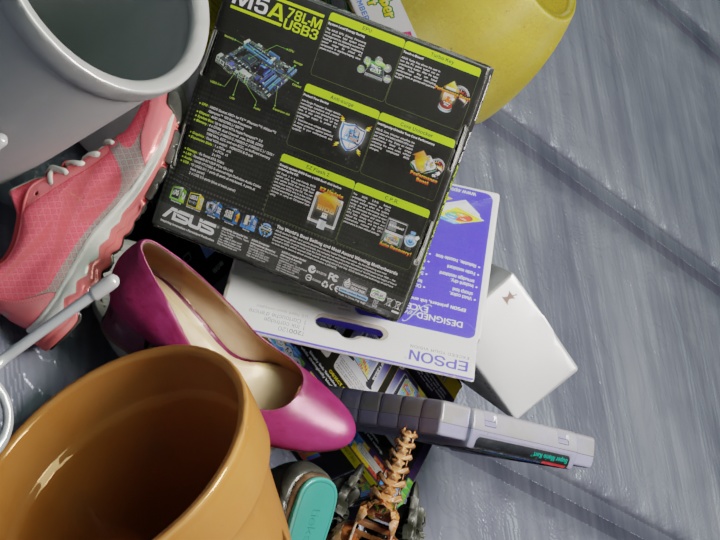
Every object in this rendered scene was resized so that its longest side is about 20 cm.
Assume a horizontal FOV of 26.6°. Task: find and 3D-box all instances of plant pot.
[{"bbox_3d":[-0.130,0.167,0.979,0.141,0.198,0.201,60,35,-34],"label":"plant pot"},{"bbox_3d":[0.132,-0.268,1.537,0.199,0.141,0.202,25,54,-40],"label":"plant pot"}]

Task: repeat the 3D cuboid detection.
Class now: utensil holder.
[{"bbox_3d":[-0.227,-0.156,1.007,0.169,0.199,0.172,27,51,-39],"label":"utensil holder"}]

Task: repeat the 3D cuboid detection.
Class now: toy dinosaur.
[{"bbox_3d":[0.006,0.213,1.126,0.102,0.200,0.136,41,17,-4],"label":"toy dinosaur"}]

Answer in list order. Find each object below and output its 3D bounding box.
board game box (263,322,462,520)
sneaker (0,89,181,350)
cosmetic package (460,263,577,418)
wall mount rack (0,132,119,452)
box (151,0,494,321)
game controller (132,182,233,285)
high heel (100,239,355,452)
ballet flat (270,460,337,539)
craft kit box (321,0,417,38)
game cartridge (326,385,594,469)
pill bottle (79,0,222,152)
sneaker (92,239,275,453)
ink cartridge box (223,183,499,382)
[{"bbox_3d":[-0.014,0.077,1.255,0.201,0.056,0.166,54,38,-17],"label":"board game box"},{"bbox_3d":[-0.193,-0.049,1.044,0.086,0.074,0.202,31,81,-11],"label":"sneaker"},{"bbox_3d":[0.098,0.047,1.298,0.071,0.200,0.102,-38,105,-6],"label":"cosmetic package"},{"bbox_3d":[-0.259,0.019,0.958,0.174,0.074,0.201,-47,109,-33],"label":"wall mount rack"},{"bbox_3d":[-0.029,-0.089,1.091,0.198,0.195,0.048,20,8,6],"label":"box"},{"bbox_3d":[-0.115,-0.060,1.219,0.105,0.042,0.200,57,39,-11],"label":"game controller"},{"bbox_3d":[-0.083,0.055,1.031,0.198,0.096,0.068,25,50,-6],"label":"high heel"},{"bbox_3d":[-0.069,0.233,1.086,0.068,0.068,0.202,27,77,-42],"label":"ballet flat"},{"bbox_3d":[0.013,-0.189,1.313,0.200,0.048,0.199,81,-15,-69],"label":"craft kit box"},{"bbox_3d":[0.080,0.126,1.194,0.199,0.129,0.039,18,84,-45],"label":"game cartridge"},{"bbox_3d":[-0.141,-0.168,1.184,0.115,0.114,0.200,54,39,-15],"label":"pill bottle"},{"bbox_3d":[-0.138,0.072,1.113,0.073,0.082,0.201,-28,73,-28],"label":"sneaker"},{"bbox_3d":[0.000,0.000,1.169,0.196,0.044,0.201,13,46,0],"label":"ink cartridge box"}]
